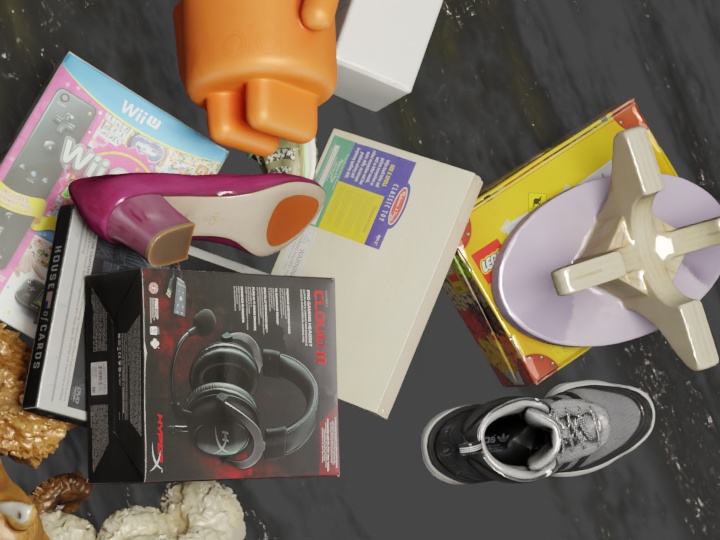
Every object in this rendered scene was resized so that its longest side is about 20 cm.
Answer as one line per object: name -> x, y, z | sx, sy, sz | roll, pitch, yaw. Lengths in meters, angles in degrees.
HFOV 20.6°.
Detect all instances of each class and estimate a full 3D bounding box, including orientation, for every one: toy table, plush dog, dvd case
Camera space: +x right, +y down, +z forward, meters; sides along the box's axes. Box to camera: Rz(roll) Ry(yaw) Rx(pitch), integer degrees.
toy table -> 0.211, -0.011, 1.506 | 0.199, 0.117, 0.185 | -30, 94, -16
plush dog -> -0.189, 0.240, 1.455 | 0.171, 0.160, 0.202 | 5, 81, 12
dvd case -> -0.149, 0.051, 1.457 | 0.199, 0.025, 0.151 | 20, 72, -39

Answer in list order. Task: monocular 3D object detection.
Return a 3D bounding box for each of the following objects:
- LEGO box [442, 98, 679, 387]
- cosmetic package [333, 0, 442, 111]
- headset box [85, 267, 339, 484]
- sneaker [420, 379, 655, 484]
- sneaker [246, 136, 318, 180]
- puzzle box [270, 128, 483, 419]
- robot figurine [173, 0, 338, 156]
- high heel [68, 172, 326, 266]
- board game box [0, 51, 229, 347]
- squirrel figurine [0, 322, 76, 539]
LEGO box -> 0.168, -0.021, 1.595 | 0.199, 0.077, 0.149 | -32, 94, -15
cosmetic package -> 0.028, -0.236, 1.563 | 0.071, 0.101, 0.201 | 22, 81, -13
headset box -> -0.098, 0.078, 1.434 | 0.199, 0.077, 0.150 | 4, 83, -41
sneaker -> 0.154, 0.130, 1.560 | 0.199, 0.114, 0.076 | -9, 88, -16
sneaker -> -0.088, -0.123, 1.540 | 0.088, 0.077, 0.201 | -7, 79, -15
puzzle box -> 0.000, 0.000, 1.531 | 0.132, 0.025, 0.201 | 20, 82, 28
robot figurine -> -0.074, -0.189, 1.459 | 0.116, 0.144, 0.201 | 0, 74, -12
high heel -> -0.114, -0.055, 1.442 | 0.199, 0.096, 0.068 | -10, 129, -51
board game box -> -0.214, -0.040, 1.501 | 0.147, 0.064, 0.201 | 31, 78, -12
squirrel figurine -> -0.282, 0.124, 1.404 | 0.186, 0.142, 0.200 | 35, 66, 17
